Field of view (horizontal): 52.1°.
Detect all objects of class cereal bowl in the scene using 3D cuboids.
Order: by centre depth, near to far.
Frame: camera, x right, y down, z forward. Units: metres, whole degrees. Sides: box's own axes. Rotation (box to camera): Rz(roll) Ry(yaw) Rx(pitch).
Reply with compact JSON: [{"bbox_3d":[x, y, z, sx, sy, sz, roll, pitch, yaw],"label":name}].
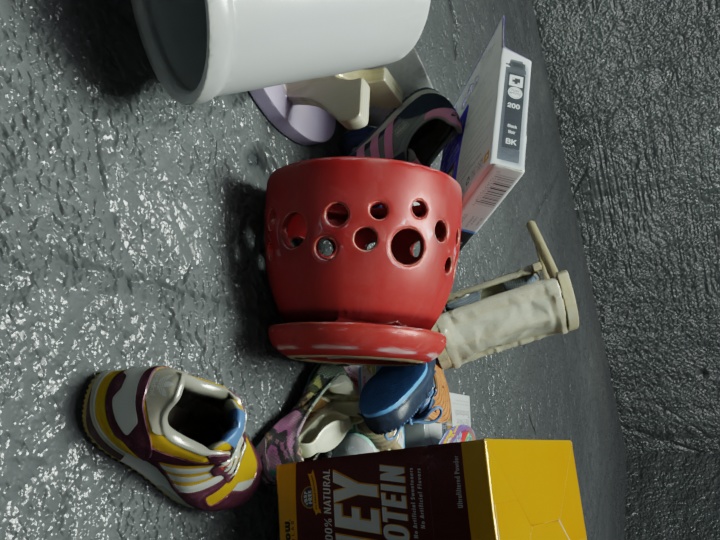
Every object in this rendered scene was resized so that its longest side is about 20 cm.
[{"bbox_3d":[0.024,-0.250,0.952,0.201,0.083,0.200,62,0,0],"label":"cereal bowl"}]

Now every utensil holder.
[{"bbox_3d":[-0.065,-0.235,0.595,0.199,0.170,0.171,-18,101,-28],"label":"utensil holder"}]

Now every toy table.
[{"bbox_3d":[-0.041,-0.226,0.808,0.200,0.117,0.185,23,62,-61],"label":"toy table"}]

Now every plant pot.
[{"bbox_3d":[0.000,0.000,0.733,0.200,0.199,0.184,25,65,-61],"label":"plant pot"}]

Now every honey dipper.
[{"bbox_3d":[0.050,0.219,0.878,0.200,0.038,0.038,56,35,-46],"label":"honey dipper"}]

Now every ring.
[{"bbox_3d":[0.061,0.108,0.961,0.201,0.019,0.201,53,19,-27],"label":"ring"}]

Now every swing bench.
[{"bbox_3d":[0.195,0.048,1.070,0.200,0.198,0.130,-91,162,-65],"label":"swing bench"}]

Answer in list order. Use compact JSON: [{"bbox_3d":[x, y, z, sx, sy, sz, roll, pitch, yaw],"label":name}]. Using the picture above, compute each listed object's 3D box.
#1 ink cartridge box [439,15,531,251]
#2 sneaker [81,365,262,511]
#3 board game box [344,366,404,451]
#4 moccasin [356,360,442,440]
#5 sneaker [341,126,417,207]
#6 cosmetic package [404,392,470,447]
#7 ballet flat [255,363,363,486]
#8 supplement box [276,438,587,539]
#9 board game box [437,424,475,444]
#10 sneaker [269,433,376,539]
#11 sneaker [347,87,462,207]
[{"bbox_3d":[0.132,-0.141,0.825,0.198,0.043,0.201,119,-17,-61],"label":"ink cartridge box"},{"bbox_3d":[-0.116,0.135,0.565,0.200,0.090,0.075,49,40,-49],"label":"sneaker"},{"bbox_3d":[0.013,0.196,0.890,0.134,0.034,0.201,29,56,-60],"label":"board game box"},{"bbox_3d":[0.056,0.131,0.783,0.200,0.080,0.069,-37,111,-67],"label":"moccasin"},{"bbox_3d":[0.032,-0.100,0.974,0.200,0.075,0.088,55,36,-43],"label":"sneaker"},{"bbox_3d":[0.109,0.252,1.062,0.200,0.051,0.152,24,64,-61],"label":"cosmetic package"},{"bbox_3d":[-0.037,0.151,0.754,0.200,0.071,0.069,-45,124,-60],"label":"ballet flat"},{"bbox_3d":[0.067,0.225,0.640,0.197,0.199,0.134,19,61,-54],"label":"supplement box"},{"bbox_3d":[0.112,0.298,0.944,0.200,0.039,0.158,-55,144,-22],"label":"board game box"},{"bbox_3d":[-0.036,0.240,0.720,0.140,0.077,0.201,52,38,-49],"label":"sneaker"},{"bbox_3d":[0.036,-0.120,0.857,0.070,0.200,0.082,29,17,-38],"label":"sneaker"}]
